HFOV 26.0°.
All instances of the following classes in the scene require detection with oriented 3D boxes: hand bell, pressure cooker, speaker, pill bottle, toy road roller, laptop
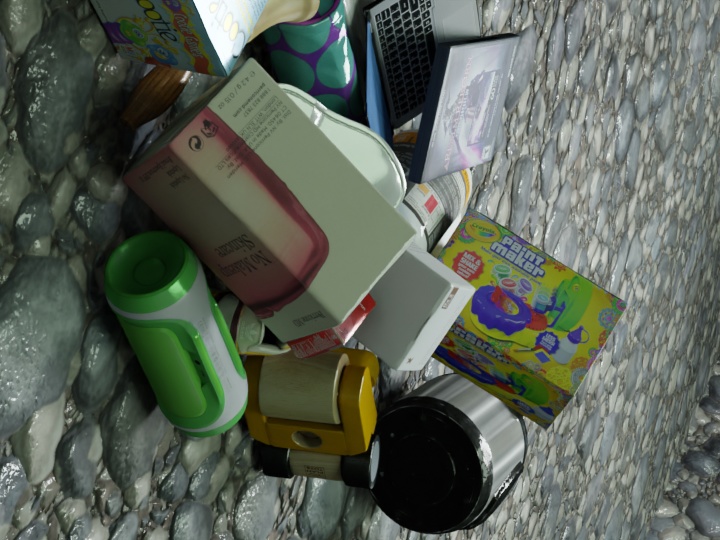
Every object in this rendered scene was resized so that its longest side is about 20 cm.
[{"bbox_3d":[-0.134,-0.189,1.304,0.200,0.104,0.104,-50,146,-25],"label":"hand bell"},{"bbox_3d":[0.114,0.217,1.931,0.200,0.175,0.180,-24,119,-63],"label":"pressure cooker"},{"bbox_3d":[-0.156,0.058,1.341,0.089,0.088,0.201,-62,152,-33],"label":"speaker"},{"bbox_3d":[0.034,-0.059,1.682,0.200,0.116,0.117,-51,146,-47],"label":"pill bottle"},{"bbox_3d":[-0.040,0.123,1.607,0.200,0.122,0.147,80,19,-51],"label":"toy road roller"},{"bbox_3d":[0.068,-0.181,1.564,0.199,0.116,0.188,-33,148,-12],"label":"laptop"}]

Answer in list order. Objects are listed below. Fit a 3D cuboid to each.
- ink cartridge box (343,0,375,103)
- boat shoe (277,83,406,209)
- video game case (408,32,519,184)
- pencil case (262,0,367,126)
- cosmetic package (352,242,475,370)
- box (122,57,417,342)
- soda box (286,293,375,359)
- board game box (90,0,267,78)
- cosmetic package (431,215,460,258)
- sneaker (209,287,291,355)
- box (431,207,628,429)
[{"bbox_3d":[-0.002,-0.291,1.593,0.163,0.057,0.201,73,22,-48],"label":"ink cartridge box"},{"bbox_3d":[-0.037,-0.115,1.445,0.200,0.060,0.076,40,75,-37],"label":"boat shoe"},{"bbox_3d":[0.111,-0.173,1.637,0.200,0.019,0.144,-24,130,-63],"label":"video game case"},{"bbox_3d":[-0.044,-0.185,1.481,0.201,0.085,0.093,78,-11,-45],"label":"pencil case"},{"bbox_3d":[0.000,0.000,1.498,0.102,0.200,0.074,-56,158,11],"label":"cosmetic package"},{"bbox_3d":[-0.076,-0.053,1.273,0.200,0.128,0.109,46,65,-11],"label":"box"},{"bbox_3d":[-0.075,-0.021,1.396,0.200,0.063,0.070,56,41,-14],"label":"soda box"},{"bbox_3d":[-0.122,-0.268,1.234,0.105,0.102,0.201,68,40,-54],"label":"board game box"},{"bbox_3d":[0.040,-0.006,1.766,0.200,0.082,0.051,-51,145,-45],"label":"cosmetic package"},{"bbox_3d":[-0.085,0.049,1.494,0.200,0.090,0.075,-16,117,-63],"label":"sneaker"},{"bbox_3d":[0.165,0.056,1.721,0.122,0.199,0.193,-56,172,-15],"label":"box"}]
